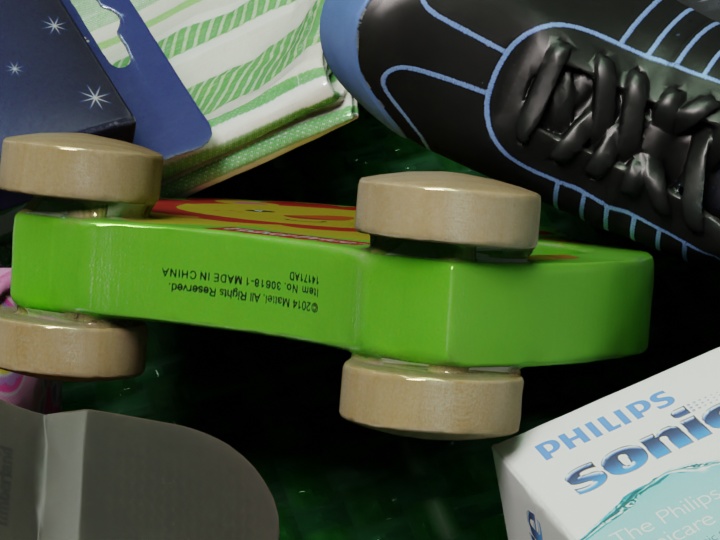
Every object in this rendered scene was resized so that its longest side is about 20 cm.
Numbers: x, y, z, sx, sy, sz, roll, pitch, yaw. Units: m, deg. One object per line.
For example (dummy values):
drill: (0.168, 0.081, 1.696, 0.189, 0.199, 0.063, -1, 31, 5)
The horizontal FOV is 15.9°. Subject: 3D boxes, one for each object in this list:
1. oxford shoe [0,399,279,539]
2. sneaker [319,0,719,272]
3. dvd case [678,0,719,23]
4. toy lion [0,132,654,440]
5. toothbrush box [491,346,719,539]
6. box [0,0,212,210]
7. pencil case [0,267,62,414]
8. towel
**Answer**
oxford shoe: (-0.126, 0.061, 0.690, 0.199, 0.071, 0.072, 22, 54, -17)
sneaker: (0.087, -0.040, 0.721, 0.199, 0.071, 0.078, 16, 13, -17)
dvd case: (0.099, -0.106, 0.852, 0.149, 0.025, 0.200, -14, 34, -7)
toy lion: (0.000, 0.000, 0.754, 0.199, 0.069, 0.191, 7, 5, 35)
toothbrush box: (0.142, 0.096, 0.620, 0.146, 0.086, 0.200, -23, 37, -16)
box: (-0.155, -0.062, 0.789, 0.199, 0.033, 0.121, -20, 60, -27)
pencil case: (-0.186, 0.035, 0.794, 0.198, 0.088, 0.088, 5, 37, 19)
towel: (-0.064, -0.077, 0.924, 0.152, 0.023, 0.200, -24, 27, 15)
